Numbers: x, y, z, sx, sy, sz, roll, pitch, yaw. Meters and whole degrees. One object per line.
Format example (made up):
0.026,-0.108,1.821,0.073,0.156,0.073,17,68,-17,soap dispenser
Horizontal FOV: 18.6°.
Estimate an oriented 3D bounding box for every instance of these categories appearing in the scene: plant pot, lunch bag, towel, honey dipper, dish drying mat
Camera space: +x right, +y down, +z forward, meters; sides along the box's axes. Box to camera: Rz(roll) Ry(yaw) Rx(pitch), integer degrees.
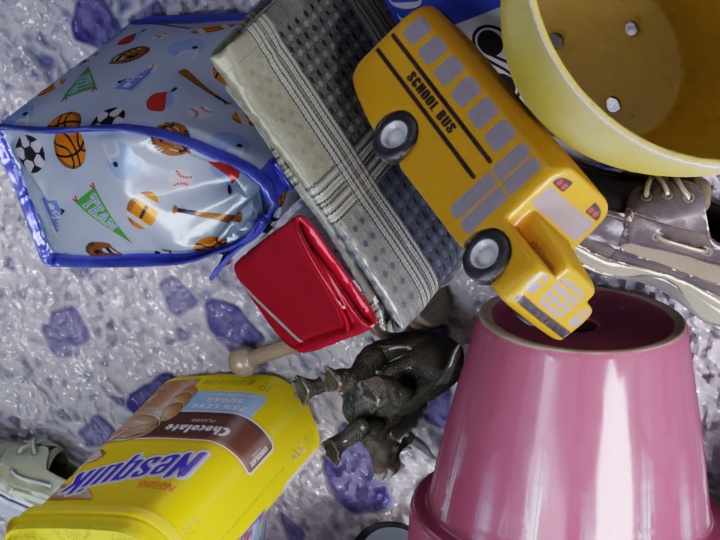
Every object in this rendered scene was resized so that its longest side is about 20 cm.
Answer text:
0.131,0.113,1.350,0.200,0.200,0.179,12,111,27,plant pot
0.155,-0.134,1.175,0.200,0.200,0.142,47,159,-3,plant pot
-0.094,-0.081,1.366,0.200,0.170,0.124,-2,122,33,lunch bag
0.001,-0.084,1.286,0.034,0.193,0.200,-23,106,35,towel
-0.022,0.044,1.497,0.200,0.038,0.038,-21,107,42,honey dipper
-0.036,0.013,1.310,0.077,0.018,0.200,55,167,-2,dish drying mat

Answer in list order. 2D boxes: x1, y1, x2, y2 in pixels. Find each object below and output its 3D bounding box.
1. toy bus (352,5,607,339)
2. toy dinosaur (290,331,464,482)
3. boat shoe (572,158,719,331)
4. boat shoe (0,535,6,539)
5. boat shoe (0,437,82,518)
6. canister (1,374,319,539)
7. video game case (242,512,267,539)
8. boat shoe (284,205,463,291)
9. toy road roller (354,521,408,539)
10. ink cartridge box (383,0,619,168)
0.069,-0.054,1.205,0.078,0.065,0.200,-43,49,9,toy bus
0.023,0.071,1.437,0.077,0.102,0.200,55,143,17,toy dinosaur
0.176,-0.032,1.273,0.200,0.075,0.073,24,120,-18,boat shoe
-0.246,0.213,1.458,0.200,0.071,0.069,34,135,12,boat shoe
-0.248,0.164,1.718,0.200,0.072,0.062,25,106,13,boat shoe
-0.135,0.157,1.535,0.148,0.200,0.087,-4,118,35,canister
-0.091,0.256,1.564,0.017,0.200,0.143,6,113,4,video game case
0.000,0.000,1.407,0.071,0.072,0.200,22,170,-24,boat shoe
0.016,0.285,1.524,0.146,0.200,0.123,33,141,30,toy road roller
0.075,-0.147,1.295,0.094,0.044,0.200,-17,109,38,ink cartridge box
